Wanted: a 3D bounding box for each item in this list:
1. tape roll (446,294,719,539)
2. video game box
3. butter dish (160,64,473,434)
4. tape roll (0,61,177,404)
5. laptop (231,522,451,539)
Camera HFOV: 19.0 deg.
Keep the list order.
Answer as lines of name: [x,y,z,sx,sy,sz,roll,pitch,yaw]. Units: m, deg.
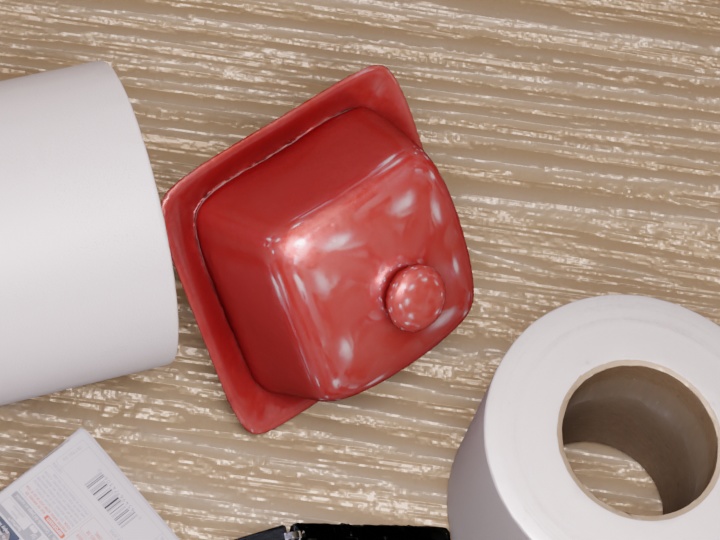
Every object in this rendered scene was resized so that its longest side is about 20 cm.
tape roll: [0.165,0.134,1.401,0.202,0.139,0.204,3,64,-6]
video game box: [-0.173,0.225,1.286,0.182,0.047,0.200,-37,81,-31]
butter dish: [0.000,0.000,1.394,0.200,0.200,0.148,-32,30,-22]
tape roll: [-0.210,-0.022,1.377,0.139,0.203,0.203,-13,67,-15]
laptop: [-0.031,0.262,1.382,0.199,0.103,0.178,6,61,-35]
